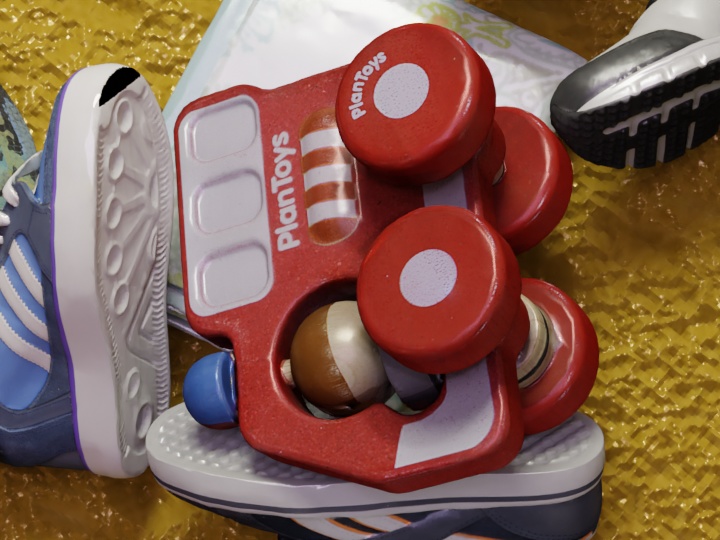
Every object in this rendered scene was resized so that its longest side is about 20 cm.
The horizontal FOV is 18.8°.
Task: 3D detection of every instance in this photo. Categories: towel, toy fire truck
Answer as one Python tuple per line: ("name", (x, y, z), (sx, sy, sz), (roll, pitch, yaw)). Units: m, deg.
("towel", (-0.012, -0.045, 1.013), (0.171, 0.048, 0.200), (27, 83, 9))
("toy fire truck", (0.000, 0.000, 0.923), (0.167, 0.112, 0.201), (-16, 64, 22))

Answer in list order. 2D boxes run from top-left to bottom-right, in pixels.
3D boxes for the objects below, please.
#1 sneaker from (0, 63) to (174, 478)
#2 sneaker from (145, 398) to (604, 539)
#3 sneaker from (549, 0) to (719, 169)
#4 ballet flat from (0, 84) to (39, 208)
("sneaker", (-0.162, -0.003, 0.968), (0.146, 0.081, 0.201), (11, 119, 21))
("sneaker", (0.005, 0.103, 0.951), (0.199, 0.079, 0.080), (3, 121, 8))
("sneaker", (0.162, -0.115, 0.984), (0.200, 0.074, 0.080), (-28, 67, -20))
("ballet flat", (-0.230, -0.103, 1.042), (0.074, 0.074, 0.200), (-42, 77, -2))
